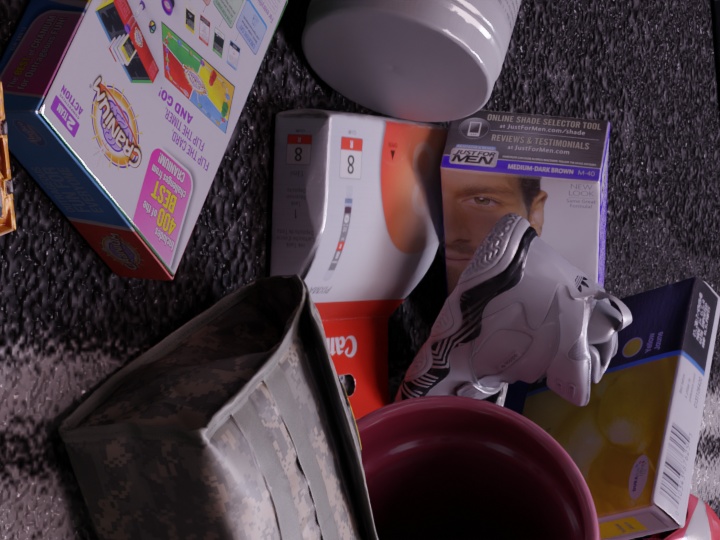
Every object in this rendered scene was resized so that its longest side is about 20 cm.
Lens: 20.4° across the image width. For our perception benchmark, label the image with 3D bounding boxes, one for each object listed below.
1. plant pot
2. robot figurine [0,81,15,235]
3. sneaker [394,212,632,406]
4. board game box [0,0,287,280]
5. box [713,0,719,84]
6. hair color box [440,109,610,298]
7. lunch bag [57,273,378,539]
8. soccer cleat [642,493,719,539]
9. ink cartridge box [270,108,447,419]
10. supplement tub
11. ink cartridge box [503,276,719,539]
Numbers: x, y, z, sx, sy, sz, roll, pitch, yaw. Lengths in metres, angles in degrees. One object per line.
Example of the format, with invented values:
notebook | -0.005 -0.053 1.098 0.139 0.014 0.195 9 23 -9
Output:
plant pot | 0.061 0.206 1.306 0.179 0.198 0.201 71 33 -61
robot figurine | -0.223 -0.037 0.891 0.200 0.058 0.146 -26 116 -57
sneaker | 0.101 0.062 1.349 0.075 0.114 0.201 -51 170 -49
board game box | -0.117 -0.120 1.090 0.153 0.040 0.201 56 46 -47
box | 0.427 -0.184 1.971 0.106 0.121 0.202 -35 122 -53
hair color box | 0.115 -0.018 1.388 0.201 0.108 0.065 84 15 -47
lunch bag | -0.060 0.112 1.139 0.200 0.117 0.165 -46 128 -54
soccer cleat | 0.271 0.288 1.813 0.076 0.067 0.201 43 55 -15
ink cartridge box | 0.000 0.000 1.303 0.162 0.050 0.202 -1 90 -60
supplement tub | 0.049 -0.213 1.286 0.132 0.131 0.201 50 49 -50
ink cartridge box | 0.158 0.113 1.442 0.047 0.199 0.199 42 47 -32
